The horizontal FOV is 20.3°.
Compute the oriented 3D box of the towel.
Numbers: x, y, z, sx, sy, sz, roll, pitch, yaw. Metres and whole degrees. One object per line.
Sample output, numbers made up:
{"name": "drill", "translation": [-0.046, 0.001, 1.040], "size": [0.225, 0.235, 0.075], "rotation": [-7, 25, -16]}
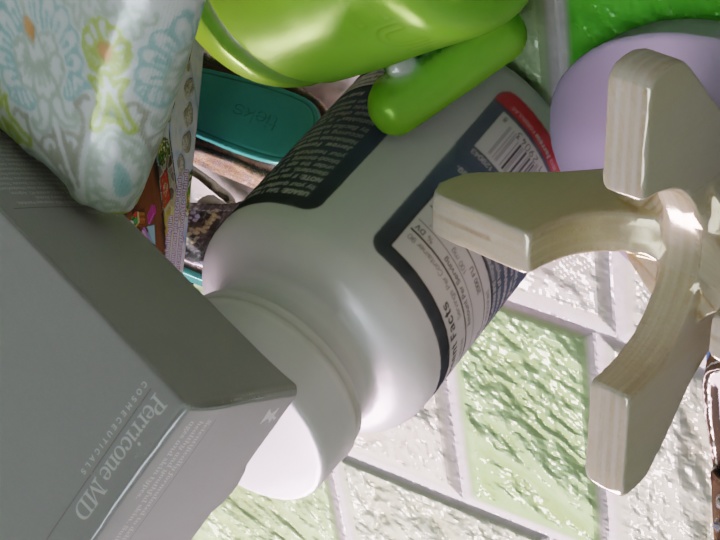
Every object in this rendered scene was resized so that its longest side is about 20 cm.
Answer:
{"name": "towel", "translation": [-0.131, -0.146, 0.778], "size": [0.200, 0.048, 0.172], "rotation": [41, 132, 25]}

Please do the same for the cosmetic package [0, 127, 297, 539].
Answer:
{"name": "cosmetic package", "translation": [-0.134, 0.024, 0.795], "size": [0.200, 0.090, 0.107], "rotation": [43, 110, 24]}

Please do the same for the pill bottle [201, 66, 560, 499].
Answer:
{"name": "pill bottle", "translation": [0.000, 0.000, 0.886], "size": [0.119, 0.200, 0.120], "rotation": [25, 142, 22]}

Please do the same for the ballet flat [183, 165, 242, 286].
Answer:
{"name": "ballet flat", "translation": [-0.141, -0.043, 1.046], "size": [0.199, 0.073, 0.072], "rotation": [17, 149, -17]}

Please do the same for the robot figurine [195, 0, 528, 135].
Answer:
{"name": "robot figurine", "translation": [-0.003, -0.140, 0.813], "size": [0.199, 0.116, 0.176], "rotation": [-11, 119, 49]}

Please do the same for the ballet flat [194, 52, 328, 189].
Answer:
{"name": "ballet flat", "translation": [-0.096, -0.084, 1.012], "size": [0.199, 0.068, 0.067], "rotation": [29, 171, 20]}

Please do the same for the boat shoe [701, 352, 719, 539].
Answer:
{"name": "boat shoe", "translation": [0.200, 0.117, 0.931], "size": [0.072, 0.072, 0.201], "rotation": [2, 129, 43]}

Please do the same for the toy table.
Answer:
{"name": "toy table", "translation": [0.130, -0.014, 0.788], "size": [0.199, 0.117, 0.185], "rotation": [13, 122, 42]}

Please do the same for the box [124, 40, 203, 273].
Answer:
{"name": "box", "translation": [-0.140, -0.072, 0.919], "size": [0.039, 0.136, 0.202], "rotation": [15, 101, 50]}
